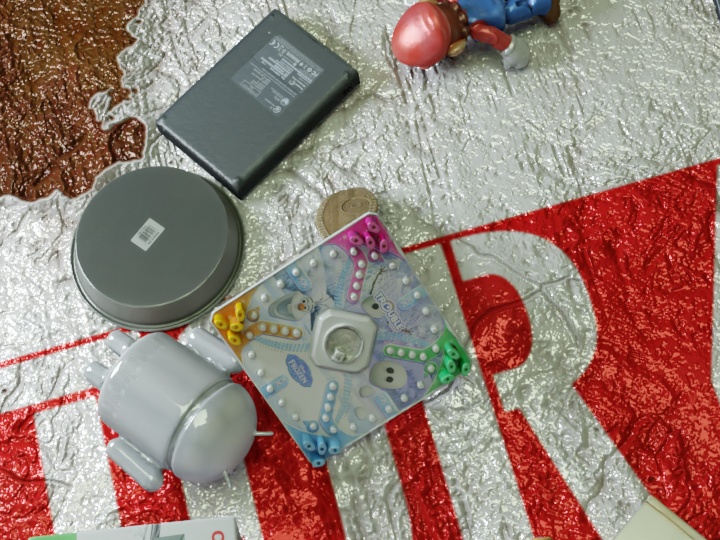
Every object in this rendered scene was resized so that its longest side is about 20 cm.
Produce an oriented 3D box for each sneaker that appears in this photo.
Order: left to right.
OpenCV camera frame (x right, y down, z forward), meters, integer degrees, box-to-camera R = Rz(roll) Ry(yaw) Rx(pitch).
[{"bbox_3d":[0.000,0.000,1.683,0.070,0.109,0.200,-14,34,2],"label":"sneaker"}]

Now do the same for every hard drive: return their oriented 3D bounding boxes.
[{"bbox_3d":[-0.118,-0.193,1.796,0.139,0.033,0.200,39,75,20],"label":"hard drive"}]

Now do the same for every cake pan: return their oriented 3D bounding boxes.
[{"bbox_3d":[-0.228,-0.031,1.731,0.199,0.037,0.201,-3,65,5],"label":"cake pan"}]

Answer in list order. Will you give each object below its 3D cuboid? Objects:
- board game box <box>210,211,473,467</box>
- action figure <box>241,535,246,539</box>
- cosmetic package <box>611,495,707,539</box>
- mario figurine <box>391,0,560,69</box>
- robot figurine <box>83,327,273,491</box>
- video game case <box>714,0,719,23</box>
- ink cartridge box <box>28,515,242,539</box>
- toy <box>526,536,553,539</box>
[{"bbox_3d":[-0.016,0.074,1.576,0.200,0.026,0.200,-32,108,5],"label":"board game box"},{"bbox_3d":[-0.198,0.321,1.552,0.199,0.065,0.052,-29,88,-9],"label":"action figure"},{"bbox_3d":[0.326,0.314,1.477,0.200,0.104,0.073,39,74,19],"label":"cosmetic package"},{"bbox_3d":[0.125,-0.282,1.803,0.199,0.106,0.123,-23,28,-16],"label":"mario figurine"},{"bbox_3d":[-0.188,0.141,1.605,0.200,0.113,0.170,32,85,19],"label":"robot figurine"},{"bbox_3d":[0.470,-0.378,1.828,0.142,0.019,0.201,-9,64,2],"label":"video game case"},{"bbox_3d":[-0.204,0.317,1.463,0.199,0.084,0.147,-6,59,-3],"label":"ink cartridge box"},{"bbox_3d":[0.153,0.274,1.457,0.115,0.200,0.047,-9,83,2],"label":"toy"}]
